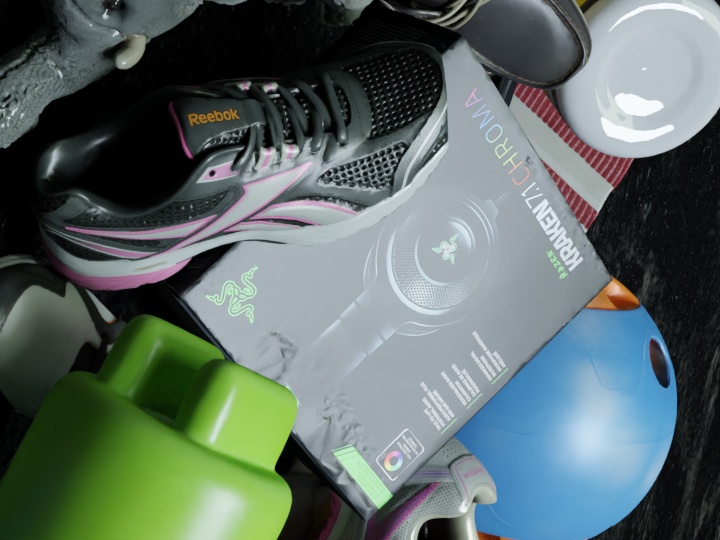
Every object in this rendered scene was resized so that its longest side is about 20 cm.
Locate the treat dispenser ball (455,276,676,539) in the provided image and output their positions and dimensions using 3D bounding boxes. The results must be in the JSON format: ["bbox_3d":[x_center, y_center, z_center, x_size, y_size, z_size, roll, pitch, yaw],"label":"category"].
[{"bbox_3d":[0.111,0.087,1.056,0.201,0.200,0.202,-38,137,-47],"label":"treat dispenser ball"}]

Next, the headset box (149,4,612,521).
[{"bbox_3d":[0.000,0.000,0.808,0.200,0.093,0.175,-42,122,-10],"label":"headset box"}]

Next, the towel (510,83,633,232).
[{"bbox_3d":[0.099,-0.081,1.026,0.023,0.144,0.200,-43,-175,46],"label":"towel"}]

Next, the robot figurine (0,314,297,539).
[{"bbox_3d":[-0.105,0.124,0.665,0.201,0.175,0.116,-61,155,-3],"label":"robot figurine"}]

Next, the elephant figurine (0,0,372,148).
[{"bbox_3d":[-0.078,-0.153,0.670,0.199,0.141,0.157,-18,93,-40],"label":"elephant figurine"}]

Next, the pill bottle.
[{"bbox_3d":[0.149,-0.162,0.992,0.200,0.111,0.113,-111,-164,-56],"label":"pill bottle"}]

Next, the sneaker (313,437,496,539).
[{"bbox_3d":[0.017,0.173,0.904,0.081,0.088,0.201,-14,129,-45],"label":"sneaker"}]

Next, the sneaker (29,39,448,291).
[{"bbox_3d":[-0.052,-0.050,0.687,0.199,0.081,0.086,-25,161,-4],"label":"sneaker"}]

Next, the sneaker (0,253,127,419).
[{"bbox_3d":[-0.118,0.053,0.751,0.074,0.080,0.200,-64,150,-11],"label":"sneaker"}]

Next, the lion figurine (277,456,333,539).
[{"bbox_3d":[-0.056,0.151,0.944,0.199,0.072,0.123,-3,128,-46],"label":"lion figurine"}]

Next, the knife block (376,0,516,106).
[{"bbox_3d":[0.079,-0.156,0.901,0.064,0.199,0.177,-37,107,-49],"label":"knife block"}]

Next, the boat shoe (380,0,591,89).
[{"bbox_3d":[0.036,-0.153,0.815,0.075,0.199,0.074,-49,-164,27],"label":"boat shoe"}]
